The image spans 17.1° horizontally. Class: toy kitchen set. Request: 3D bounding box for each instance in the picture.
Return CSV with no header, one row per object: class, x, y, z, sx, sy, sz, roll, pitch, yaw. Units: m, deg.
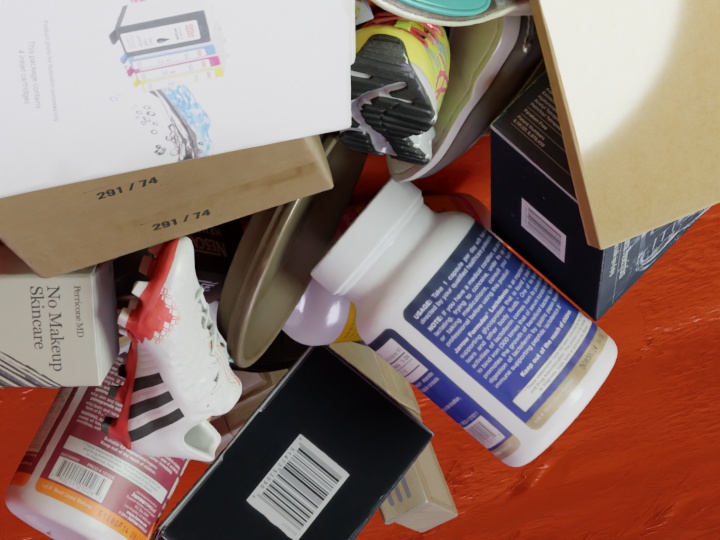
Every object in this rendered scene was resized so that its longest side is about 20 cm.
toy kitchen set,-0.060,0.155,2.033,0.200,0.181,0.163,-27,158,14

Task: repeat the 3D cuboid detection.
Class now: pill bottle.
pill bottle,0.069,0.032,1.655,0.116,0.200,0.116,-49,-177,3
pill bottle,0.000,0.000,1.775,0.200,0.104,0.104,-6,158,-30
pill bottle,-0.171,0.108,1.767,0.109,0.200,0.110,25,164,8

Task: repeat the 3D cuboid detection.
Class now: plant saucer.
plant saucer,-0.045,-0.029,1.601,0.029,0.200,0.200,27,160,7

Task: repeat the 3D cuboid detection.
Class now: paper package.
paper package,-0.135,-0.089,1.417,0.200,0.104,0.191,-19,162,3

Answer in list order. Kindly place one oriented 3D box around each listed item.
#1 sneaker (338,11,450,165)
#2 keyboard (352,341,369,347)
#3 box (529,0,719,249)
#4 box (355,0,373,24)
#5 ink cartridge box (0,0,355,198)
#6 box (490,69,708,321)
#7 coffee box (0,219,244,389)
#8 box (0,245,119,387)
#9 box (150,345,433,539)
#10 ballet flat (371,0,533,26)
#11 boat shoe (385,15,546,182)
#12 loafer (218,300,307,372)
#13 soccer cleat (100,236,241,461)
sneaker,0.018,-0.128,1.465,0.078,0.090,0.200,15,172,3
keyboard,0.036,0.051,1.805,0.056,0.011,0.200,-10,-171,-21
box,0.187,-0.132,1.437,0.163,0.200,0.021,-22,-159,-16
box,-0.037,-0.185,1.332,0.041,0.039,0.200,-22,161,6
ink cartridge box,-0.117,-0.147,1.146,0.200,0.147,0.145,-13,135,-13
box,0.183,-0.088,1.579,0.182,0.104,0.200,-45,165,-11
coffee box,-0.188,0.006,1.666,0.200,0.080,0.113,-29,157,30
box,-0.262,0.030,1.561,0.200,0.082,0.068,-2,-163,6
box,-0.066,0.186,1.857,0.200,0.124,0.197,-50,179,-22
ballet flat,0.065,-0.174,1.422,0.200,0.070,0.069,-4,157,-33
boat shoe,0.074,-0.118,1.562,0.060,0.072,0.202,-2,152,-26
loafer,-0.124,0.047,1.881,0.200,0.072,0.063,-2,176,-21
soccer cleat,-0.114,0.053,1.552,0.085,0.069,0.200,17,136,1
